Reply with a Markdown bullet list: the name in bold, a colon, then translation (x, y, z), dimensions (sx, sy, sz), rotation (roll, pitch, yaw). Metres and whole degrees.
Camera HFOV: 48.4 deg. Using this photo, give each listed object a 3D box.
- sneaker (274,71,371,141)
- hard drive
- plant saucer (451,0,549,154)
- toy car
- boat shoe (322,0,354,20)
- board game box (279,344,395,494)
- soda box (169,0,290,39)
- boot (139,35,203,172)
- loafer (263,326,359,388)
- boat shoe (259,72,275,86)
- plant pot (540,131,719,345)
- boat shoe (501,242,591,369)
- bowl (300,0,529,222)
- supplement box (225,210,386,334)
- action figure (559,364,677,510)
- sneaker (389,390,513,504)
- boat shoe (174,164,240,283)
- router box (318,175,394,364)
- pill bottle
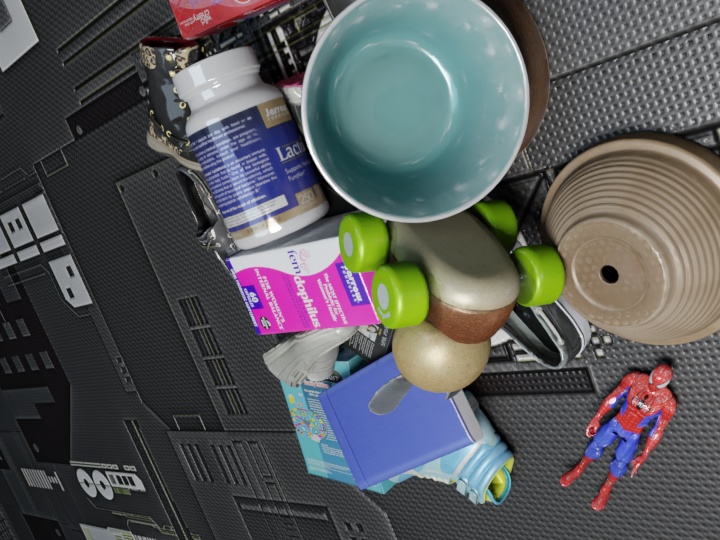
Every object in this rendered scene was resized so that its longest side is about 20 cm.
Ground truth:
- **sneaker**: translation (-0.021, -0.168, 0.867), dimensions (0.200, 0.074, 0.088), rotation (23, 140, 54)
- **hard drive**: translation (0.040, 0.171, 0.952), dimensions (0.200, 0.025, 0.132), rotation (-35, 75, 41)
- **plant saucer**: translation (0.090, -0.190, 0.793), dimensions (0.200, 0.032, 0.200), rotation (23, 127, 34)
- **toy car**: translation (0.070, 0.050, 0.753), dimensions (0.158, 0.164, 0.200), rotation (-123, 34, -48)
- **boat shoe**: translation (-0.038, -0.322, 0.812), dimensions (0.072, 0.066, 0.201), rotation (-5, 107, 47)
- **board game box**: translation (-0.032, 0.199, 1.112), dimensions (0.151, 0.047, 0.200), rotation (2, 113, 43)
- **soda box**: translation (-0.135, -0.323, 0.906), dimensions (0.200, 0.063, 0.070), rotation (-5, 109, 44)
- **boot**: translation (-0.217, -0.217, 1.039), dimensions (0.200, 0.073, 0.151), rotation (25, 128, 39)
- **loafer**: translation (-0.053, 0.099, 0.988), dimensions (0.070, 0.070, 0.200), rotation (52, 147, -3)
- **boat shoe**: translation (-0.102, -0.142, 0.975), dimensions (0.071, 0.064, 0.200), rotation (-5, 108, 32)
- **plant pot**: translation (0.239, -0.014, 0.706), dimensions (0.201, 0.093, 0.201), rotation (21, 124, 34)
- **boat shoe**: translation (0.145, 0.022, 0.830), dimensions (0.199, 0.068, 0.074), rotation (49, 136, 11)
- **bowl**: translation (0.040, -0.150, 0.723), dimensions (0.105, 0.201, 0.201), rotation (-129, 22, -74)
- **supplement box**: translation (-0.038, 0.001, 0.888), dimensions (0.200, 0.103, 0.101), rotation (-10, 107, 42)
- **action figure**: translation (0.267, 0.167, 0.816), dimensions (0.065, 0.052, 0.200), rotation (38, 131, 27)
- **sneaker**: translation (0.108, 0.247, 0.984), dimensions (0.131, 0.079, 0.200), rotation (50, 138, 12)
- **boat shoe**: translation (-0.202, -0.062, 1.112), dimensions (0.070, 0.066, 0.200), rotation (-5, 108, 45)
- **router box**: translation (0.000, 0.000, 0.966), dimensions (0.157, 0.052, 0.200), rotation (35, 132, 23)
- **pill bottle**: translation (-0.123, -0.134, 0.881), dimensions (0.116, 0.116, 0.200), rotation (-13, 105, 46)
